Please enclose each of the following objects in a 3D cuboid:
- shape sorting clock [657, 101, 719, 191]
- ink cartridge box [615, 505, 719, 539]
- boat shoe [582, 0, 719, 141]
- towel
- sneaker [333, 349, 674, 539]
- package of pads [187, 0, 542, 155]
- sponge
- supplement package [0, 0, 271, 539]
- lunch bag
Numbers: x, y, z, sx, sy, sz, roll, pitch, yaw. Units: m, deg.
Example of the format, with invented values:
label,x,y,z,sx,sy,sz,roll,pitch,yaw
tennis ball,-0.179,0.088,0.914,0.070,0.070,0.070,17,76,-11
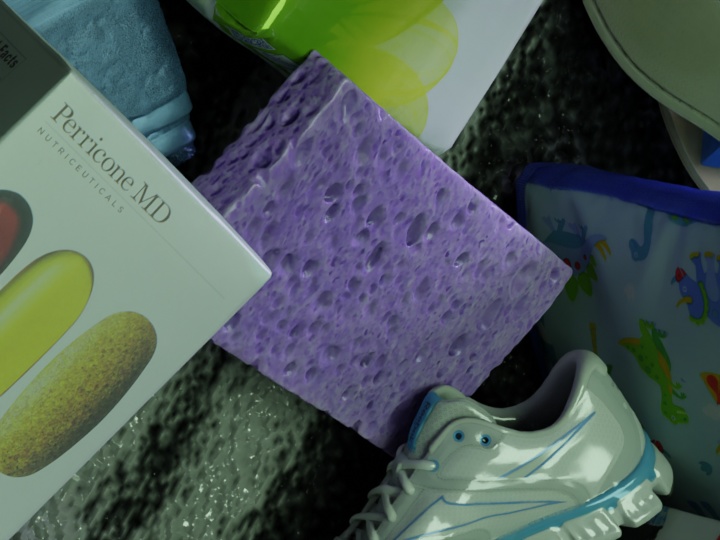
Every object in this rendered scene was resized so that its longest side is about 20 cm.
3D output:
label,x,y,z,sx,sy,sz,roll,pitch,yaw
shape sorting clock,0.215,-0.108,1.218,0.200,0.039,0.200,3,84,-32
ink cartridge box,0.143,0.160,1.104,0.067,0.200,0.116,-53,123,-19
boat shoe,0.173,-0.094,1.129,0.075,0.199,0.066,-54,158,19
towel,-0.138,-0.111,0.952,0.112,0.049,0.200,-30,115,-25
sneaker,0.028,0.096,1.075,0.200,0.075,0.087,-29,112,-12
package of pads,0.028,-0.157,1.013,0.200,0.068,0.154,-58,145,0
sponge,0.000,0.000,1.026,0.112,0.030,0.200,-48,142,4
supplement package,-0.150,0.019,0.890,0.200,0.110,0.114,-45,122,-1
lunch bag,0.167,0.038,1.120,0.127,0.170,0.200,-48,124,-21
